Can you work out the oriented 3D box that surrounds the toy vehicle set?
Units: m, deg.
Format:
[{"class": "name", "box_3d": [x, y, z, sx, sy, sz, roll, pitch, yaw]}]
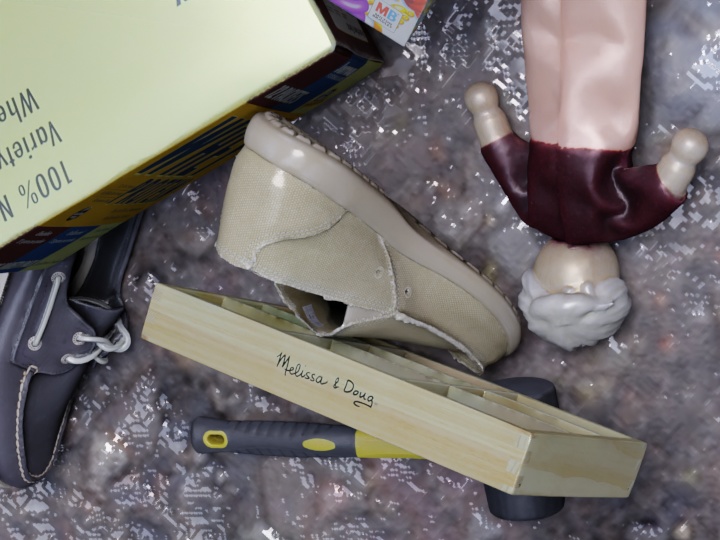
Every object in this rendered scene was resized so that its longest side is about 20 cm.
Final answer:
[{"class": "toy vehicle set", "box_3d": [0.015, 0.054, 0.884, 0.199, 0.124, 0.027, 20, 94, 30]}]

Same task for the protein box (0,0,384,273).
[{"class": "protein box", "box_3d": [-0.127, -0.132, 0.878, 0.197, 0.135, 0.201, -29, 87, 9]}]

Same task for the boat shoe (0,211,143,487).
[{"class": "boat shoe", "box_3d": [-0.148, 0.023, 0.993, 0.062, 0.073, 0.202, 17, 105, 17]}]

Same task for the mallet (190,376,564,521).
[{"class": "mallet", "box_3d": [0.006, 0.076, 0.976, 0.198, 0.041, 0.067, 8, 106, 21]}]

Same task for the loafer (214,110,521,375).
[{"class": "loafer", "box_3d": [0.000, 0.000, 0.884, 0.068, 0.200, 0.076, -51, 44, 2]}]

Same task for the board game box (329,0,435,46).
[{"class": "board game box", "box_3d": [0.032, -0.209, 0.783, 0.104, 0.201, 0.103, 31, 151, 0]}]

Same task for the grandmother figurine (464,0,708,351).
[{"class": "grandmother figurine", "box_3d": [0.103, -0.059, 0.896, 0.121, 0.060, 0.202, 20, 116, 42]}]
